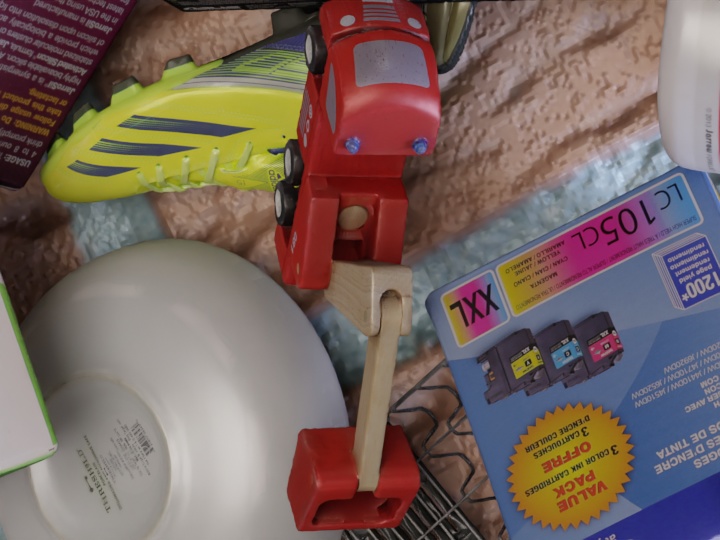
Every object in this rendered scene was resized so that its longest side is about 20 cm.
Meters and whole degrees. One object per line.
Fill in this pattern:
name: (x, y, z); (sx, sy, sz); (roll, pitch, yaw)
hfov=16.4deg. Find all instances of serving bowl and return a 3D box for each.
serving bowl: (-0.103, 0.087, 1.169); (0.199, 0.066, 0.202); (2, 94, 31)

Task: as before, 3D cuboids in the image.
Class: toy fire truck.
toy fire truck: (0.000, 0.000, 1.069); (0.048, 0.142, 0.201); (-1, 135, -15)

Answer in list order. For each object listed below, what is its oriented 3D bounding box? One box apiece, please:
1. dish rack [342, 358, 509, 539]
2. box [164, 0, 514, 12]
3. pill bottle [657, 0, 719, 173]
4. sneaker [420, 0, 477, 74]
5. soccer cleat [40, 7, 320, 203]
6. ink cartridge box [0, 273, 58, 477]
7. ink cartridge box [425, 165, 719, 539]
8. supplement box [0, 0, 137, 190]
dish rack: (0.088, 0.088, 1.142); (0.200, 0.055, 0.154); (-43, 80, 17)
box: (0.002, -0.161, 1.012); (0.198, 0.164, 0.087); (-1, 88, 10)
pill bottle: (0.224, -0.084, 0.986); (0.198, 0.112, 0.113); (9, 96, 15)
sneaker: (0.009, -0.185, 1.128); (0.088, 0.077, 0.202); (-7, 84, 1)
soccer cleat: (-0.060, -0.064, 1.171); (0.199, 0.065, 0.084); (-23, 91, 17)
ink cartridge box: (-0.223, 0.040, 1.155); (0.084, 0.200, 0.147); (-19, 87, -25)
ink cartridge box: (0.122, 0.074, 1.017); (0.136, 0.076, 0.201); (-28, 54, 11)
supplement box: (-0.173, -0.161, 1.157); (0.131, 0.103, 0.201); (42, 105, 36)
